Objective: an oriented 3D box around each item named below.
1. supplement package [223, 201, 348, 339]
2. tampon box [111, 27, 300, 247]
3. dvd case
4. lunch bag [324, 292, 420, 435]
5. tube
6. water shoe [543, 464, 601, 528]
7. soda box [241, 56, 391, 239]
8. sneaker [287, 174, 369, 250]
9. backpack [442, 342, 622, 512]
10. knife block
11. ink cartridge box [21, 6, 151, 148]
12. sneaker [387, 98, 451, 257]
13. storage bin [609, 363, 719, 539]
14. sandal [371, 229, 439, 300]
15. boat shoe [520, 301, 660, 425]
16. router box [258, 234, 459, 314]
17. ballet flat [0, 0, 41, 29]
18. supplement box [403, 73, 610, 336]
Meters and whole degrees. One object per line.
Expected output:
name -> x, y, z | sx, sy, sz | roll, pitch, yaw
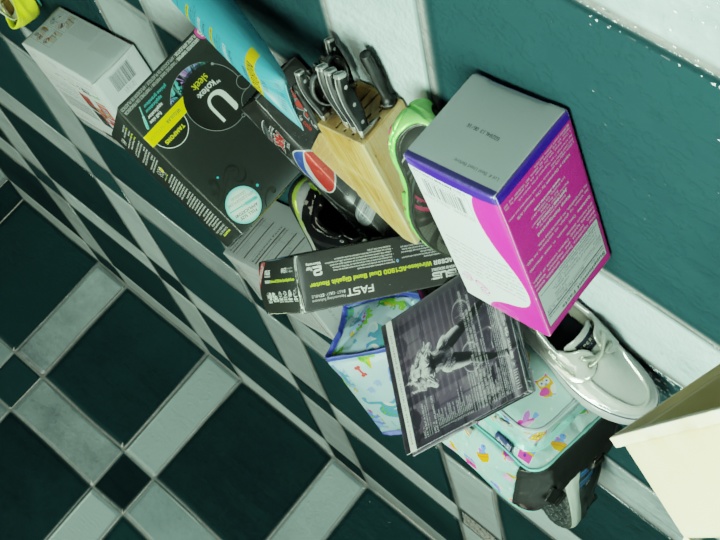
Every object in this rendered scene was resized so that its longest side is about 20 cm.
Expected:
supplement package -> -0.079, -0.003, 1.677 | 0.199, 0.110, 0.114 | 26, 159, 47
tampon box -> -0.169, -0.154, 1.408 | 0.200, 0.150, 0.126 | 43, 166, -6
dvd case -> 0.097, 0.090, 1.251 | 0.016, 0.151, 0.199 | 6, 152, -36
lunch bag -> 0.083, 0.114, 1.569 | 0.197, 0.129, 0.171 | -11, 133, 35
tube -> -0.118, -0.225, 1.192 | 0.201, 0.050, 0.078 | 50, 176, 26
water shoe -> 0.267, 0.233, 1.528 | 0.071, 0.078, 0.203 | 26, 133, 36
soda box -> -0.031, -0.127, 1.282 | 0.200, 0.071, 0.063 | 46, 164, -13
sneaker -> -0.023, -0.037, 1.513 | 0.082, 0.072, 0.201 | 21, 154, 51
backpack -> 0.167, 0.134, 1.308 | 0.199, 0.175, 0.155 | 32, 146, 36
knife block -> 0.018, -0.129, 1.164 | 0.200, 0.064, 0.176 | 44, 166, -2
ink cartridge box -> -0.370, -0.267, 1.742 | 0.199, 0.084, 0.176 | 31, 161, 38
sneaker -> 0.085, -0.071, 1.132 | 0.083, 0.077, 0.201 | 35, 165, 38
storage bin -> 0.300, 0.090, 0.801 | 0.095, 0.197, 0.200 | 57, 166, 7
sandal -> 0.084, 0.022, 1.444 | 0.199, 0.048, 0.076 | 36, 164, 27
boat shoe -> 0.222, 0.074, 1.207 | 0.200, 0.072, 0.066 | 47, 169, 12
router box -> 0.000, 0.000, 1.315 | 0.150, 0.197, 0.063 | 175, 84, -70
ballet flat -> -0.532, -0.429, 1.745 | 0.066, 0.067, 0.201 | 33, 162, 32
supplement box -> 0.130, -0.052, 1.019 | 0.101, 0.104, 0.201 | 29, 159, 37
